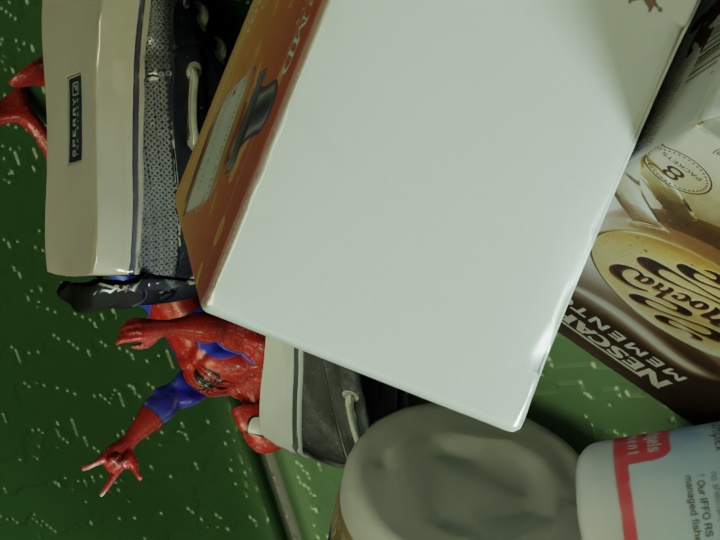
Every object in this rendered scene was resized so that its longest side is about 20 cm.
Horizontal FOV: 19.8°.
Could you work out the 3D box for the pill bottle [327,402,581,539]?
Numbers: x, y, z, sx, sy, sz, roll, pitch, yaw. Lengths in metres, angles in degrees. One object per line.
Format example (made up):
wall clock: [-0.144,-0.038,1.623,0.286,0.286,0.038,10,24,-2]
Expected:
pill bottle: [0.031,0.164,0.882,0.110,0.111,0.201,25,128,18]

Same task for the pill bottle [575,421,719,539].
pill bottle: [0.181,0.100,0.727,0.198,0.109,0.110,-10,110,8]

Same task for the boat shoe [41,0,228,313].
boat shoe: [-0.078,-0.082,0.862,0.074,0.092,0.202,3,91,58]

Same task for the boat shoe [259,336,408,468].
boat shoe: [0.000,0.000,0.848,0.067,0.072,0.201,20,124,23]

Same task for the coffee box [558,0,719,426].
coffee box: [0.127,-0.022,0.684,0.113,0.080,0.200,33,161,-7]

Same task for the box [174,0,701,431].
box: [0.015,-0.057,0.690,0.106,0.200,0.153,21,97,-11]

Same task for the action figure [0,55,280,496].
action figure: [-0.109,0.012,0.903,0.200,0.099,0.065,51,138,-4]
